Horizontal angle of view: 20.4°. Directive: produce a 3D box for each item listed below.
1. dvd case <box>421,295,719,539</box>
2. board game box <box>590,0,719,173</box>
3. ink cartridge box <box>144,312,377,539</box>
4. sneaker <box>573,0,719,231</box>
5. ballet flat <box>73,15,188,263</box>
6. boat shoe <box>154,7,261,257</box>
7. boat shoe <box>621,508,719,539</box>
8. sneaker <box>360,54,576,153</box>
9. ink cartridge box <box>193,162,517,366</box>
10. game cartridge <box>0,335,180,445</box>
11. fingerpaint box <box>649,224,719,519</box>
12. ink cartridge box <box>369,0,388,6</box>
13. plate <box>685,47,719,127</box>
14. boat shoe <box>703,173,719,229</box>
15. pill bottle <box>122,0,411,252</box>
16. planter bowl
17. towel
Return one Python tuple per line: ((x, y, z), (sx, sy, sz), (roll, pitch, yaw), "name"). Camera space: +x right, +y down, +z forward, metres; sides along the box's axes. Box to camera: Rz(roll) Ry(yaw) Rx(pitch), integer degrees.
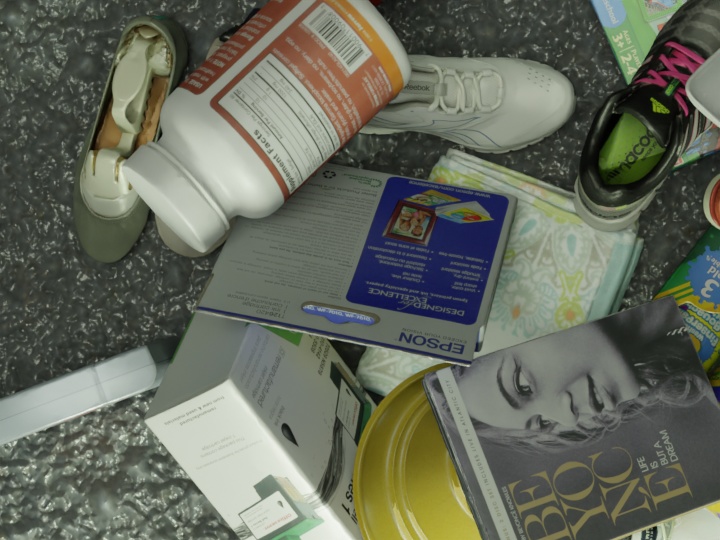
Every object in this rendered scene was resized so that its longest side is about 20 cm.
((0.158, 0.113, 1.386), (0.199, 0.016, 0.149), (-17, 76, -18), "dvd case")
((0.291, -0.181, 1.501), (0.199, 0.037, 0.152), (-24, 86, 8), "board game box")
((-0.053, 0.125, 1.464), (0.084, 0.146, 0.200), (-26, 114, 27), "ink cartridge box")
((0.219, -0.119, 1.449), (0.074, 0.087, 0.200), (34, 92, 10), "sneaker")
((-0.188, -0.105, 1.572), (0.067, 0.064, 0.201), (17, 93, 10), "ballet flat")
((-0.098, -0.108, 1.559), (0.074, 0.093, 0.201), (27, 122, 5), "boat shoe")
((0.210, 0.199, 1.498), (0.199, 0.067, 0.074), (1, 90, 10), "boat shoe")
((0.063, -0.130, 1.516), (0.199, 0.087, 0.075), (1, 88, 9), "sneaker")
((0.000, 0.000, 1.433), (0.196, 0.200, 0.047), (11, 131, 8), "ink cartridge box")
((-0.236, 0.102, 1.545), (0.199, 0.133, 0.041), (-21, 85, 10), "game cartridge")
((0.285, 0.090, 1.461), (0.200, 0.073, 0.167), (39, 80, 8), "fingerpaint box")
((0.009, -0.233, 1.514), (0.199, 0.109, 0.051), (-20, 86, 10), "ink cartridge box")
((0.349, -0.111, 1.418), (0.200, 0.032, 0.199), (44, 60, 6), "plate")
((0.347, -0.042, 1.442), (0.199, 0.063, 0.072), (4, 95, -19), "boat shoe")
((-0.069, -0.111, 1.418), (0.200, 0.112, 0.112), (-44, 83, -11), "pill bottle")
((0.100, 0.147, 1.416), (0.199, 0.083, 0.202), (5, 69, -13), "planter bowl")
((0.107, 0.024, 1.529), (0.170, 0.048, 0.201), (21, 93, 12), "towel")
